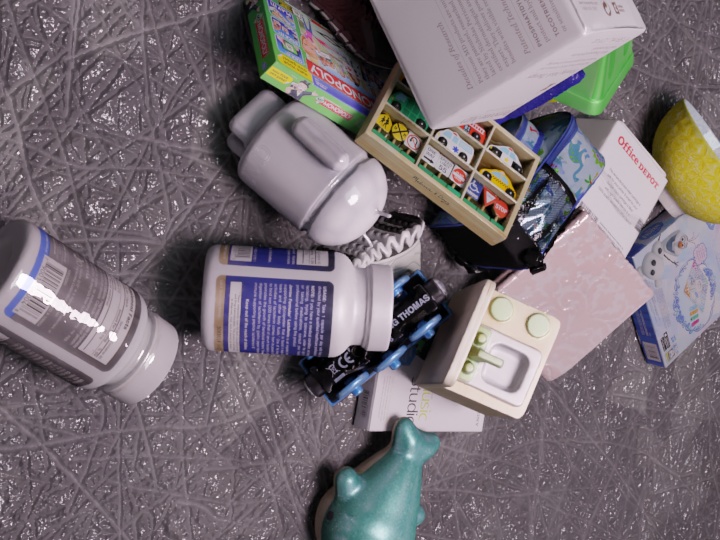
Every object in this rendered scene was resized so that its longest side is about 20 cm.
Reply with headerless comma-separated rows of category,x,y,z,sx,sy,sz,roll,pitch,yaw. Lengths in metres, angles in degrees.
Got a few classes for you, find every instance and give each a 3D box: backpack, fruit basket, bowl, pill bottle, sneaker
backpack,0.192,-0.111,1.453,0.200,0.183,0.147,-47,110,-19
fruit basket,0.231,-0.266,1.468,0.156,0.216,0.216,-53,126,-36
bowl,0.480,-0.139,1.705,0.108,0.200,0.200,-34,129,22
pill bottle,-0.283,0.047,1.157,0.200,0.114,0.114,39,74,-36
sneaker,0.006,-0.299,1.291,0.200,0.116,0.076,35,72,-20
pill bottle,-0.068,0.034,1.267,0.200,0.116,0.116,4,97,-3
sneaker,0.000,0.000,1.399,0.200,0.075,0.081,-24,121,-32

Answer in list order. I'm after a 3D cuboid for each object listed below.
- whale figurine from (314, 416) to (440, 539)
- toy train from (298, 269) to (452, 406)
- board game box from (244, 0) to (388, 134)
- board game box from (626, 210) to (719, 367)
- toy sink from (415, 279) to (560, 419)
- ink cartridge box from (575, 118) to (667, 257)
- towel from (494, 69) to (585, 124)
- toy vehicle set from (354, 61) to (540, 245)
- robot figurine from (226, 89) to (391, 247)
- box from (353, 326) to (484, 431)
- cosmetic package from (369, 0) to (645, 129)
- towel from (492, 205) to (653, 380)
whale figurine,0.034,0.283,1.441,0.159,0.104,0.200,36,86,-36
toy train,0.020,0.078,1.377,0.200,0.114,0.087,-39,84,4
board game box,-0.036,-0.219,1.300,0.200,0.135,0.029,26,125,-38
board game box,0.485,0.010,1.790,0.199,0.043,0.200,-35,117,-27
toy sink,0.154,0.098,1.391,0.112,0.200,0.130,24,81,-3
ink cartridge box,0.317,-0.089,1.616,0.146,0.084,0.200,42,73,-34
towel,0.149,-0.243,1.378,0.050,0.200,0.148,-30,94,-57
toy vehicle set,0.099,-0.133,1.298,0.200,0.027,0.124,35,58,-16
robot figurine,-0.053,-0.106,1.276,0.200,0.170,0.113,41,72,6
box,0.088,0.135,1.510,0.200,0.036,0.144,6,95,-40
cosmetic package,0.153,-0.271,1.230,0.167,0.200,0.166,-19,82,-54
towel,0.270,0.034,1.555,0.191,0.032,0.200,-42,126,5
